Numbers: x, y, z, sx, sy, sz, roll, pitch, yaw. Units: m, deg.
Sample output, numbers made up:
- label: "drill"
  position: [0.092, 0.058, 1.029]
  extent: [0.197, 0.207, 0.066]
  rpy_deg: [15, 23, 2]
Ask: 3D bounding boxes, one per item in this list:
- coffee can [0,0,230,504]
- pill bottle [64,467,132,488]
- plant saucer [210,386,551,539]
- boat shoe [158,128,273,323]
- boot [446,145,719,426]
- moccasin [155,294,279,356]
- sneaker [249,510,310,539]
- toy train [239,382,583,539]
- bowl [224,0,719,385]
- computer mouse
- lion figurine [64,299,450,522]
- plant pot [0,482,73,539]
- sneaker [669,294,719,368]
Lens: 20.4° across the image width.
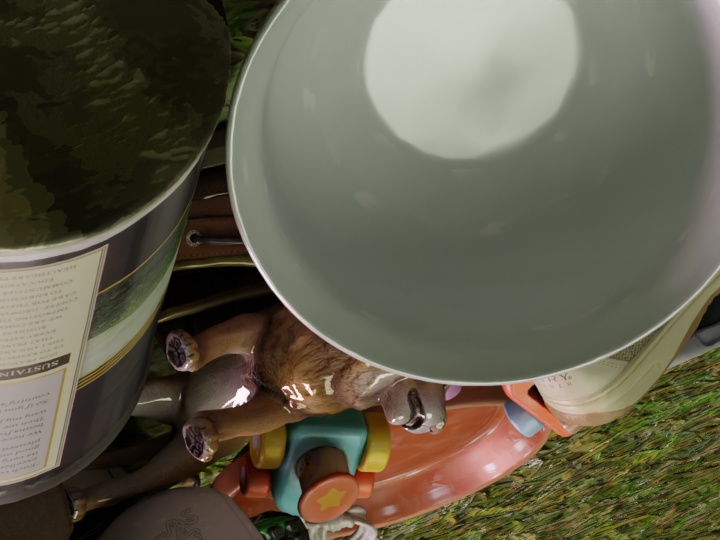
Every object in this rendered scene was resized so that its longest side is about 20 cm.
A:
- label: "coffee can"
  position: [-0.129, -0.024, 0.666]
  extent: [0.145, 0.147, 0.200]
  rpy_deg: [-12, 157, -19]
- label: "pill bottle"
  position: [-0.164, 0.152, 1.095]
  extent: [0.110, 0.111, 0.200]
  rpy_deg: [-24, 157, 10]
- label: "plant saucer"
  position: [0.010, 0.104, 1.134]
  extent: [0.199, 0.032, 0.201]
  rpy_deg: [-16, 158, -7]
- label: "boat shoe"
  position: [-0.112, 0.000, 0.841]
  extent: [0.199, 0.068, 0.072]
  rpy_deg: [-20, 160, 2]
- label: "boot"
  position: [0.114, -0.053, 0.888]
  extent: [0.200, 0.073, 0.156]
  rpy_deg: [-52, 127, -17]
- label: "moccasin"
  position: [-0.001, -0.001, 0.940]
  extent: [0.200, 0.074, 0.078]
  rpy_deg: [-25, 150, -14]
- label: "sneaker"
  position: [-0.108, 0.171, 0.955]
  extent: [0.199, 0.085, 0.078]
  rpy_deg: [-30, 127, -24]
- label: "toy train"
  position: [0.037, 0.085, 1.012]
  extent: [0.200, 0.056, 0.150]
  rpy_deg: [-37, 127, 15]
- label: "bowl"
  position: [0.047, -0.064, 0.749]
  extent: [0.200, 0.091, 0.202]
  rpy_deg: [-3, 119, -5]
- label: "computer mouse"
  position: [-0.095, 0.118, 0.920]
  extent: [0.109, 0.044, 0.200]
  rpy_deg: [-26, -168, -22]
- label: "lion figurine"
  position: [-0.051, 0.053, 0.864]
  extent: [0.122, 0.073, 0.199]
  rpy_deg: [-15, 179, -42]
- label: "plant pot"
  position: [-0.234, 0.121, 0.858]
  extent: [0.197, 0.201, 0.200]
  rpy_deg: [-14, 158, -23]
- label: "sneaker"
  position: [0.152, -0.005, 0.997]
  extent: [0.199, 0.100, 0.071]
  rpy_deg: [-24, 176, -36]
